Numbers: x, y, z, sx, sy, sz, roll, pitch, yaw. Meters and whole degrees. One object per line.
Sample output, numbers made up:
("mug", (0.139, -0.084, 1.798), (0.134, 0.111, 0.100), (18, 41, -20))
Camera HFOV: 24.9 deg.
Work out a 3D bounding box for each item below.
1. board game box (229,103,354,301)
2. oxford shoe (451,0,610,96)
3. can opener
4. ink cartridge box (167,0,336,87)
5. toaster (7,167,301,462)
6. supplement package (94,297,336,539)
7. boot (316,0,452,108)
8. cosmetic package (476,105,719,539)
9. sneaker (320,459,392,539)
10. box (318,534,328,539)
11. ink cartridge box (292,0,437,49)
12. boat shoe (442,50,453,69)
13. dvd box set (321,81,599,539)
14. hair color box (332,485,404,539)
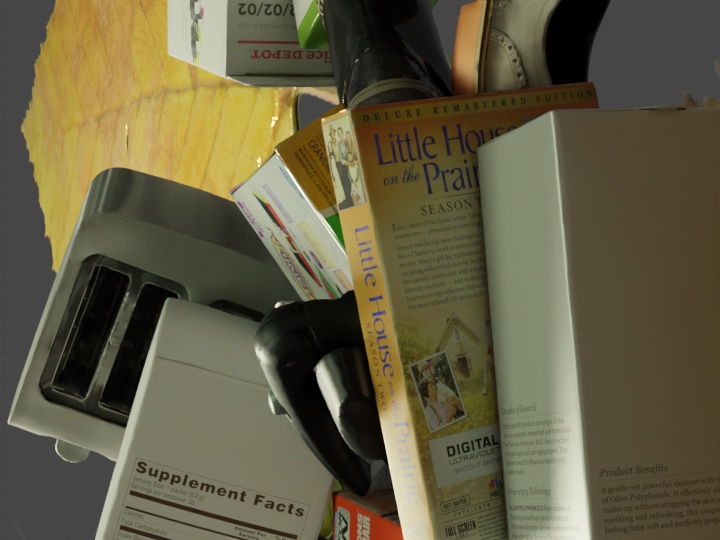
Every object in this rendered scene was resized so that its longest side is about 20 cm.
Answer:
("board game box", (0.000, 0.000, 0.847), (0.153, 0.040, 0.200), (55, 169, -4))
("oxford shoe", (0.097, -0.166, 0.809), (0.073, 0.071, 0.202), (13, 105, 42))
("can opener", (-0.010, 0.070, 0.800), (0.200, 0.063, 0.079), (75, -172, -65))
("ink cartridge box", (-0.055, -0.170, 1.125), (0.200, 0.114, 0.068), (-148, 57, -65))
("toaster", (-0.114, 0.039, 1.059), (0.119, 0.180, 0.201), (-103, 35, -72))
("supplement package", (-0.088, 0.137, 0.954), (0.121, 0.119, 0.201), (-102, 28, -76))
("boot", (0.026, -0.083, 0.906), (0.200, 0.073, 0.151), (58, -164, -54))
("cosmetic package", (0.118, 0.037, 0.687), (0.085, 0.107, 0.202), (155, 113, -69))
("sneaker", (-0.015, 0.107, 1.100), (0.075, 0.076, 0.202), (-152, 64, -69))
("box", (0.011, 0.257, 1.010), (0.161, 0.044, 0.200), (67, 162, -10))
("ink cartridge box", (0.001, -0.261, 1.022), (0.148, 0.075, 0.201), (130, 136, -62))
("boat shoe", (0.025, -0.035, 0.999), (0.074, 0.060, 0.201), (-126, 39, -59))
("dvd box set", (0.065, 0.020, 0.735), (0.029, 0.146, 0.201), (-14, 87, 55))
("hair color box", (0.068, 0.154, 0.830), (0.200, 0.110, 0.064), (-177, 86, -69))
